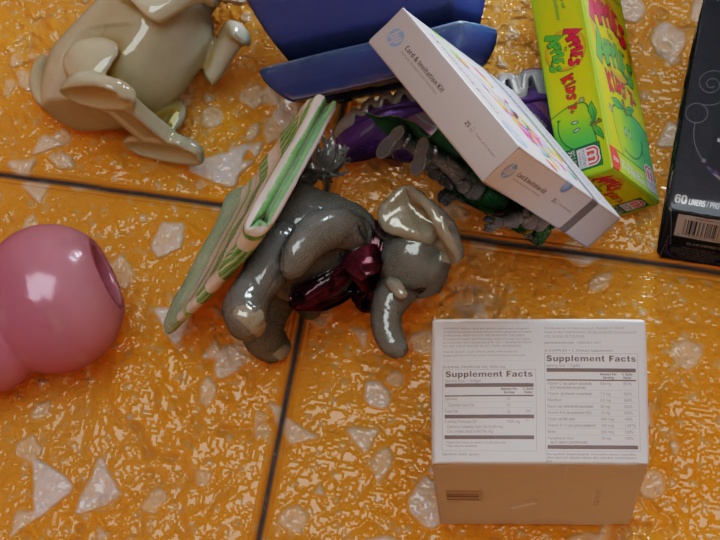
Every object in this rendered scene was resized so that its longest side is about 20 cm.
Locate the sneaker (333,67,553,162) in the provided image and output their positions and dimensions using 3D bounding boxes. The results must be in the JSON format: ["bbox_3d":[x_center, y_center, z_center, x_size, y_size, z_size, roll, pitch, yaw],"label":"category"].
[{"bbox_3d":[0.079,-0.110,1.510,0.200,0.080,0.089,-9,77,0],"label":"sneaker"}]

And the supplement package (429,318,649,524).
[{"bbox_3d":[0.132,0.118,1.349,0.156,0.200,0.111,0,69,4],"label":"supplement package"}]

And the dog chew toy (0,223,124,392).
[{"bbox_3d":[-0.297,0.044,1.458,0.200,0.125,0.125,-25,69,4],"label":"dog chew toy"}]

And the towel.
[{"bbox_3d":[-0.093,-0.044,1.423,0.023,0.200,0.153,32,58,-11],"label":"towel"}]

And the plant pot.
[{"bbox_3d":[0.008,-0.239,1.472,0.200,0.200,0.180,-11,92,14],"label":"plant pot"}]

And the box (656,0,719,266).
[{"bbox_3d":[0.323,-0.110,1.473,0.122,0.106,0.200,10,70,7],"label":"box"}]

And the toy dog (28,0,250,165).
[{"bbox_3d":[-0.183,-0.210,1.548,0.194,0.140,0.200,5,66,45],"label":"toy dog"}]

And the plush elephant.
[{"bbox_3d":[0.000,0.000,1.423,0.155,0.165,0.200,21,75,9],"label":"plush elephant"}]

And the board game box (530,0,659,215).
[{"bbox_3d":[0.195,-0.155,1.496,0.048,0.102,0.200,-18,66,27],"label":"board game box"}]

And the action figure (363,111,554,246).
[{"bbox_3d":[0.097,-0.065,1.437,0.118,0.200,0.055,32,94,45],"label":"action figure"}]

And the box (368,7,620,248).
[{"bbox_3d":[0.105,-0.105,1.353,0.041,0.200,0.156,-44,60,14],"label":"box"}]
